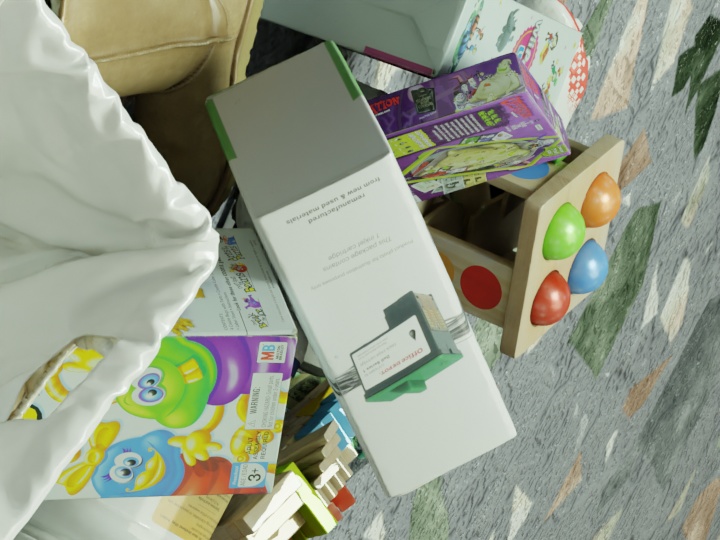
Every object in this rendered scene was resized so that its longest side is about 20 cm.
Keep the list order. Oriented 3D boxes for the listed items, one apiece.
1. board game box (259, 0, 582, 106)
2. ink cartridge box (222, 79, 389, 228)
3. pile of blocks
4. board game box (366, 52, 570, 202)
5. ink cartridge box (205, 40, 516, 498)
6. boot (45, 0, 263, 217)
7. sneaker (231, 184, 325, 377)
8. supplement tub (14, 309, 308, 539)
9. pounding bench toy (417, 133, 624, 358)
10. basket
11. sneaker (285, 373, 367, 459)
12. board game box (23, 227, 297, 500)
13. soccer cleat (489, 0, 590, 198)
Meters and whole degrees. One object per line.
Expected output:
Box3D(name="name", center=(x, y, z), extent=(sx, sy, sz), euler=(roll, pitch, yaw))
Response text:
Box3D(name="board game box", center=(0.031, -0.153, 1.695), extent=(0.200, 0.147, 0.065), euler=(8, 103, -66))
Box3D(name="ink cartridge box", center=(-0.033, -0.024, 1.781), extent=(0.201, 0.067, 0.116), euler=(-66, 157, 1))
Box3D(name="pile of blocks", center=(-0.025, 0.127, 1.665), extent=(0.082, 0.062, 0.200), euler=(-31, -169, 30))
Box3D(name="board game box", center=(0.055, -0.081, 1.665), extent=(0.200, 0.119, 0.032), euler=(37, 41, -76))
Box3D(name="ink cartridge box", center=(0.000, 0.000, 1.512), extent=(0.084, 0.146, 0.201), euler=(-25, 123, 0))
Box3D(name="boot", center=(-0.134, -0.101, 1.504), extent=(0.200, 0.066, 0.176), euler=(-14, 116, -61))
Box3D(name="sneaker", center=(-0.021, 0.003, 1.655), extent=(0.201, 0.079, 0.074), euler=(76, 35, -53))
Box3D(name="supplement tub", center=(-0.133, 0.089, 1.576), extent=(0.201, 0.144, 0.144), euler=(-62, 157, -9))
Box3D(name="pounding bench toy", center=(0.098, -0.069, 1.910), extent=(0.124, 0.155, 0.201), euler=(-38, 144, -48))
Box3D(name="basket", center=(-0.206, -0.010, 1.225), extent=(0.199, 0.160, 0.200), euler=(-54, 129, -25))
Box3D(name="sneaker", center=(-0.006, 0.092, 1.778), extent=(0.200, 0.089, 0.077), euler=(-40, 158, -21))
Box3D(name="board game box", center=(-0.146, 0.048, 1.426), extent=(0.199, 0.105, 0.103), euler=(0, 122, -17))
Box3D(name="soccer cleat", center=(0.117, -0.108, 2.031), extent=(0.085, 0.068, 0.201), euler=(-47, 155, -46))
